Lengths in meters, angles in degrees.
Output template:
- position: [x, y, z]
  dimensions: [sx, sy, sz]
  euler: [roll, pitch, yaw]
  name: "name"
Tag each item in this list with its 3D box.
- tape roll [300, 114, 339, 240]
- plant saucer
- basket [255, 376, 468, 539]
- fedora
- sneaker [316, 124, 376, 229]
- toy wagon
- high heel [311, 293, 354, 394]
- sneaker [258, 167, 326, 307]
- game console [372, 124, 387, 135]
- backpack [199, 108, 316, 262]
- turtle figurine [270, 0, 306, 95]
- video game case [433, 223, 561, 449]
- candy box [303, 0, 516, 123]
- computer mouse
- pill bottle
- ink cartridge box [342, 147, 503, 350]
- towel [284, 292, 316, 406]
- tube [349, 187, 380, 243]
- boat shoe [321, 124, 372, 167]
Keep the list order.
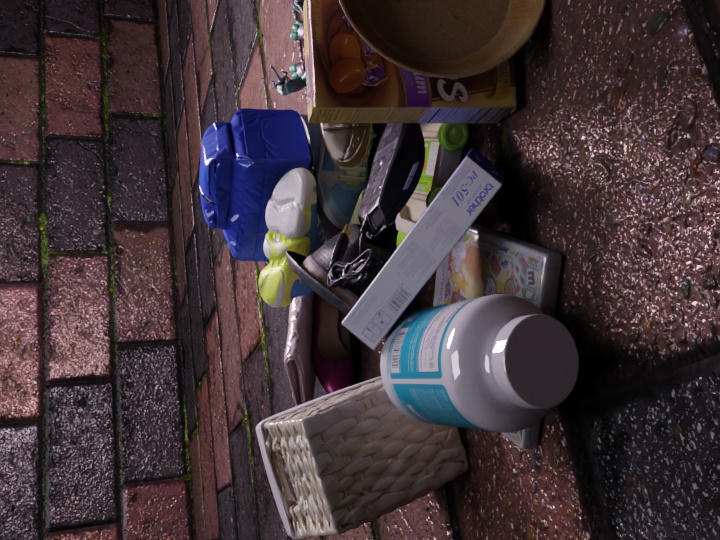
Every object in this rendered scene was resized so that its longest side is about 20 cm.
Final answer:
- position: [-0.081, -0.152, 1.193]
  dimensions: [0.200, 0.065, 0.205]
  euler: [179, 90, -67]
  name: "tape roll"
- position: [0.070, -0.265, 0.657]
  dimensions: [0.035, 0.196, 0.205]
  euler: [128, 138, -79]
  name: "plant saucer"
- position: [0.005, 0.197, 0.805]
  dimensions: [0.123, 0.197, 0.138]
  euler: [-31, 77, 57]
  name: "basket"
- position: [0.000, 0.000, 0.909]
  dimensions: [0.092, 0.199, 0.200]
  euler: [-54, 29, 4]
  name: "fedora"
- position: [-0.011, -0.165, 1.002]
  dimensions: [0.130, 0.078, 0.205]
  euler: [154, 112, -67]
  name: "sneaker"
- position: [0.069, -0.095, 0.823]
  dimensions: [0.155, 0.039, 0.204]
  euler: [-148, 66, -70]
  name: "toy wagon"
- position: [-0.043, 0.088, 1.098]
  dimensions: [0.097, 0.066, 0.203]
  euler: [100, 161, -51]
  name: "high heel"
- position: [-0.079, -0.048, 1.006]
  dimensions: [0.075, 0.104, 0.203]
  euler: [37, 121, 34]
  name: "sneaker"
- position: [0.069, -0.262, 0.831]
  dimensions: [0.199, 0.030, 0.181]
  euler: [171, 106, -68]
  name: "game console"
- position: [-0.154, -0.118, 1.075]
  dimensions: [0.164, 0.164, 0.203]
  euler: [-99, 13, -49]
  name: "backpack"
- position: [-0.083, -0.345, 1.149]
  dimensions: [0.200, 0.099, 0.152]
  euler: [-113, 42, -73]
  name: "turtle figurine"
- position: [0.127, 0.053, 0.741]
  dimensions: [0.200, 0.022, 0.186]
  euler: [-148, 60, -64]
  name: "video game case"
- position: [0.046, -0.205, 0.695]
  dimensions: [0.056, 0.196, 0.119]
  euler: [153, 114, -77]
  name: "candy box"
- position: [0.021, -0.067, 0.787]
  dimensions: [0.140, 0.045, 0.204]
  euler: [-29, 43, 66]
  name: "computer mouse"
- position: [0.101, 0.081, 0.633]
  dimensions: [0.199, 0.109, 0.113]
  euler: [161, 107, -67]
  name: "pill bottle"
- position: [0.063, -0.022, 0.712]
  dimensions: [0.201, 0.044, 0.094]
  euler: [-53, -2, 18]
  name: "ink cartridge box"
- position: [-0.089, 0.114, 1.136]
  dimensions: [0.193, 0.031, 0.202]
  euler: [89, -178, -46]
  name: "towel"
- position: [0.004, -0.048, 0.995]
  dimensions: [0.059, 0.051, 0.202]
  euler: [-91, 14, -44]
  name: "tube"
- position: [-0.011, -0.227, 0.915]
  dimensions: [0.065, 0.072, 0.205]
  euler: [10, -104, -68]
  name: "boat shoe"
